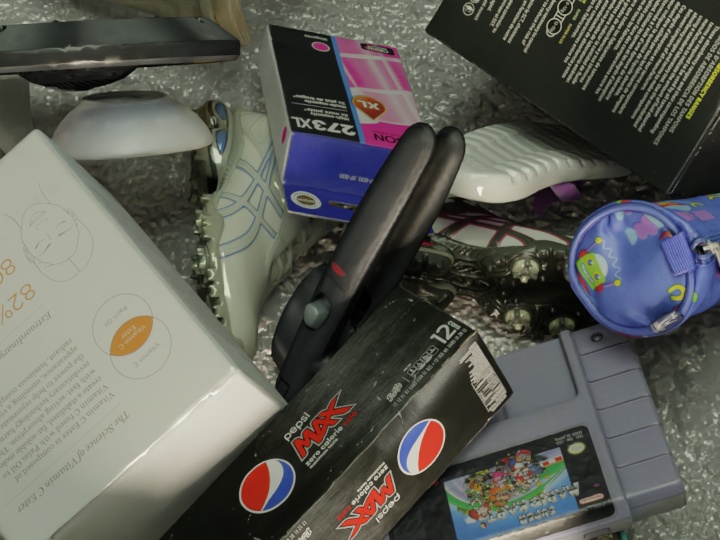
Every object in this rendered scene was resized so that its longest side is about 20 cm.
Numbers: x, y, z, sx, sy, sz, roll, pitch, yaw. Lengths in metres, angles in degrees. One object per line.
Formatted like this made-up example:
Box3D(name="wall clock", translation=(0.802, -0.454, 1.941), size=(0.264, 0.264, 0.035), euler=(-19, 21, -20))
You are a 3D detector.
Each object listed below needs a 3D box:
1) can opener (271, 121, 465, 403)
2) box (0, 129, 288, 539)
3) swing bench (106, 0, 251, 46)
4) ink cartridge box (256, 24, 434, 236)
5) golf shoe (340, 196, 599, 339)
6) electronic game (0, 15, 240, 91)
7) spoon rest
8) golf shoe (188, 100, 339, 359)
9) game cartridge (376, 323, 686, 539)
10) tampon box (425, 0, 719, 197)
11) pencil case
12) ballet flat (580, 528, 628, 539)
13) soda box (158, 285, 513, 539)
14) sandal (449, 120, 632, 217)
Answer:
Box3D(name="can opener", translation=(0.000, 0.000, 0.964), size=(0.079, 0.200, 0.063), euler=(42, 31, 23))
Box3D(name="box", translation=(-0.162, 0.051, 0.936), size=(0.152, 0.106, 0.200), euler=(-41, 65, -1))
Box3D(name="swing bench", translation=(-0.123, -0.281, 1.162), size=(0.199, 0.130, 0.200), euler=(19, 55, 26))
Box3D(name="ink cartridge box", translation=(-0.010, -0.094, 1.070), size=(0.095, 0.037, 0.200), euler=(9, 34, -15))
Box3D(name="golf shoe", translation=(0.085, -0.012, 1.049), size=(0.200, 0.077, 0.088), euler=(6, 44, -3))
Box3D(name="electronic game", translation=(-0.173, -0.130, 1.018), size=(0.200, 0.200, 0.042), euler=(-4, 98, -7))
Box3D(name="spoon rest", translation=(-0.173, -0.086, 1.052), size=(0.099, 0.061, 0.200), euler=(-14, 20, -39))
Box3D(name="golf shoe", translation=(-0.060, -0.024, 1.048), size=(0.097, 0.078, 0.200), euler=(3, 56, -9))
Box3D(name="game cartridge", translation=(0.071, 0.107, 0.941), size=(0.200, 0.038, 0.130), euler=(-18, 41, 5))
Box3D(name="tampon box", translation=(0.177, -0.151, 1.078), size=(0.200, 0.126, 0.150), euler=(38, 18, 23))
Box3D(name="pencil case", translation=(0.204, -0.010, 0.993), size=(0.200, 0.087, 0.078), euler=(-9, 86, -53))
Box3D(name="ballet flat", translation=(0.124, 0.142, 0.954), size=(0.075, 0.068, 0.200), euler=(-8, 50, 8))
Box3D(name="soda box", translation=(-0.012, 0.107, 0.909), size=(0.200, 0.063, 0.071), euler=(-46, 43, -13))
Box3D(name="sandal", translation=(0.108, -0.061, 1.074), size=(0.082, 0.050, 0.203), euler=(29, 25, 35))
